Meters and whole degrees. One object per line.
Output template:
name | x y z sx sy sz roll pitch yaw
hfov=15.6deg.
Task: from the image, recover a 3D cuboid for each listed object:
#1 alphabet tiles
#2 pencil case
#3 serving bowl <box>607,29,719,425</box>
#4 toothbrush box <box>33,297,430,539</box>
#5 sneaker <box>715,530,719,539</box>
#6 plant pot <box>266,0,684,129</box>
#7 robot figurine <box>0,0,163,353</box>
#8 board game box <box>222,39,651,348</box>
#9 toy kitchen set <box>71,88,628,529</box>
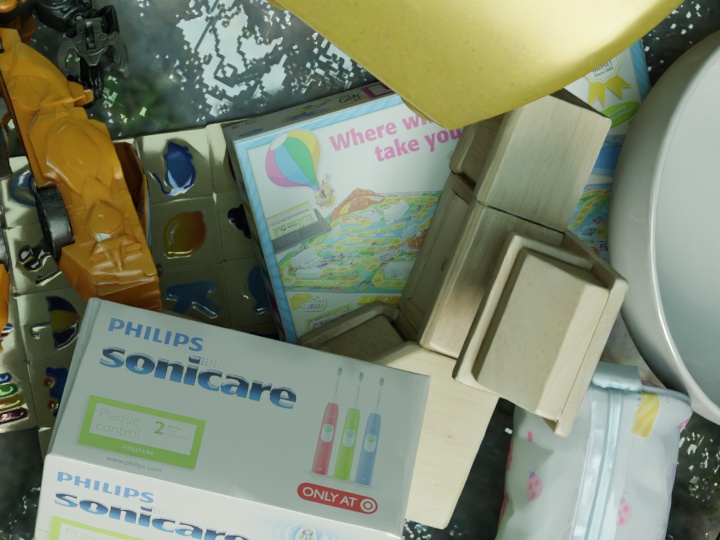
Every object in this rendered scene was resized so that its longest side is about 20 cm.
alphabet tiles | -0.096 0.016 1.258 0.199 0.006 0.167 -9 106 -7
pencil case | 0.092 0.142 1.175 0.083 0.091 0.201 9 81 15
serving bowl | 0.183 -0.022 1.239 0.200 0.066 0.201 -5 97 -40
toothbrush box | -0.063 0.115 1.122 0.145 0.086 0.200 14 141 -3
sneaker | 0.223 0.102 1.205 0.078 0.070 0.200 9 117 -52
plant pot | 0.051 -0.179 1.139 0.194 0.196 0.200 36 102 -16
robot figurine | -0.162 -0.053 1.149 0.145 0.200 0.058 -15 146 -12
board game box | 0.048 -0.030 1.250 0.199 0.034 0.135 -16 107 -7
toy kitchen set | 0.000 0.000 1.144 0.180 0.163 0.201 19 99 -16
